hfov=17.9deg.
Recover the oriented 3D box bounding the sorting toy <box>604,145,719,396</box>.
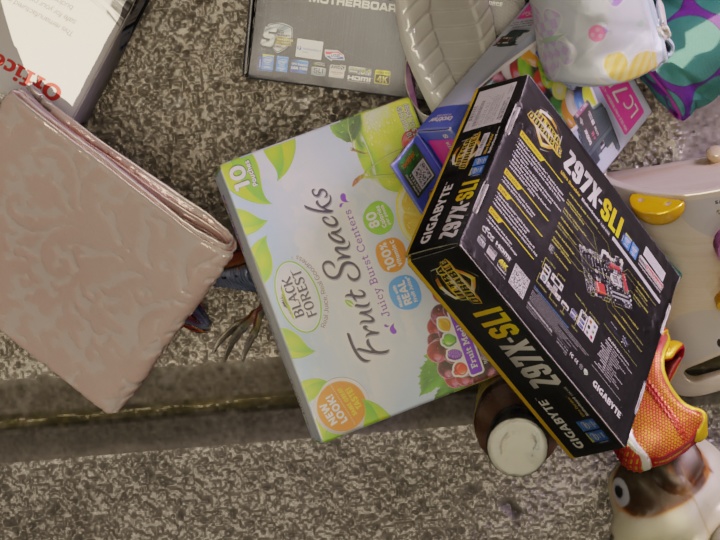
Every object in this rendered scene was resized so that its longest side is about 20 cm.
[{"bbox_3d":[0.268,0.003,1.624,0.200,0.107,0.180,-9,116,5],"label":"sorting toy"}]

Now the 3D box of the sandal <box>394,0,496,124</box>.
[{"bbox_3d":[0.060,-0.130,1.577,0.050,0.082,0.203,-6,106,48],"label":"sandal"}]

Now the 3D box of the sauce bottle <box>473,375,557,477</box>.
[{"bbox_3d":[0.109,0.099,1.581,0.065,0.200,0.065,1,97,6],"label":"sauce bottle"}]

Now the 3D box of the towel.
[{"bbox_3d":[-0.204,-0.013,1.623,0.191,0.032,0.200,38,131,0],"label":"towel"}]

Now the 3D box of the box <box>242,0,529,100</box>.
[{"bbox_3d":[0.024,-0.203,1.620,0.200,0.051,0.158,8,98,1],"label":"box"}]

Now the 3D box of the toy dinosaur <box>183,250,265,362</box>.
[{"bbox_3d":[-0.048,0.001,1.659,0.181,0.105,0.200,13,65,11],"label":"toy dinosaur"}]

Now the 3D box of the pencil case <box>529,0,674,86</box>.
[{"bbox_3d":[0.146,-0.219,1.493,0.091,0.083,0.200,8,121,44],"label":"pencil case"}]

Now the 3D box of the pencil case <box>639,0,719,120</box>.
[{"bbox_3d":[0.273,-0.195,1.589,0.200,0.085,0.092,-38,56,8],"label":"pencil case"}]

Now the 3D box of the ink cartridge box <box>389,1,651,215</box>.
[{"bbox_3d":[0.113,-0.092,1.562,0.200,0.042,0.119,-48,119,-29],"label":"ink cartridge box"}]

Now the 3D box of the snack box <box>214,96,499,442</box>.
[{"bbox_3d":[0.000,0.000,1.563,0.142,0.053,0.200,-21,90,-9],"label":"snack box"}]

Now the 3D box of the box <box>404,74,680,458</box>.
[{"bbox_3d":[0.123,-0.001,1.487,0.049,0.160,0.200,-17,127,37],"label":"box"}]

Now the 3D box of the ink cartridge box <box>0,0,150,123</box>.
[{"bbox_3d":[-0.218,-0.222,1.615,0.146,0.086,0.200,29,100,0],"label":"ink cartridge box"}]

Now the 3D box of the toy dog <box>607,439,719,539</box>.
[{"bbox_3d":[0.268,0.187,1.617,0.200,0.140,0.194,27,86,0],"label":"toy dog"}]

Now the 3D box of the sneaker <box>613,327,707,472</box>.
[{"bbox_3d":[0.181,0.054,1.606,0.077,0.073,0.200,-23,58,-6],"label":"sneaker"}]
